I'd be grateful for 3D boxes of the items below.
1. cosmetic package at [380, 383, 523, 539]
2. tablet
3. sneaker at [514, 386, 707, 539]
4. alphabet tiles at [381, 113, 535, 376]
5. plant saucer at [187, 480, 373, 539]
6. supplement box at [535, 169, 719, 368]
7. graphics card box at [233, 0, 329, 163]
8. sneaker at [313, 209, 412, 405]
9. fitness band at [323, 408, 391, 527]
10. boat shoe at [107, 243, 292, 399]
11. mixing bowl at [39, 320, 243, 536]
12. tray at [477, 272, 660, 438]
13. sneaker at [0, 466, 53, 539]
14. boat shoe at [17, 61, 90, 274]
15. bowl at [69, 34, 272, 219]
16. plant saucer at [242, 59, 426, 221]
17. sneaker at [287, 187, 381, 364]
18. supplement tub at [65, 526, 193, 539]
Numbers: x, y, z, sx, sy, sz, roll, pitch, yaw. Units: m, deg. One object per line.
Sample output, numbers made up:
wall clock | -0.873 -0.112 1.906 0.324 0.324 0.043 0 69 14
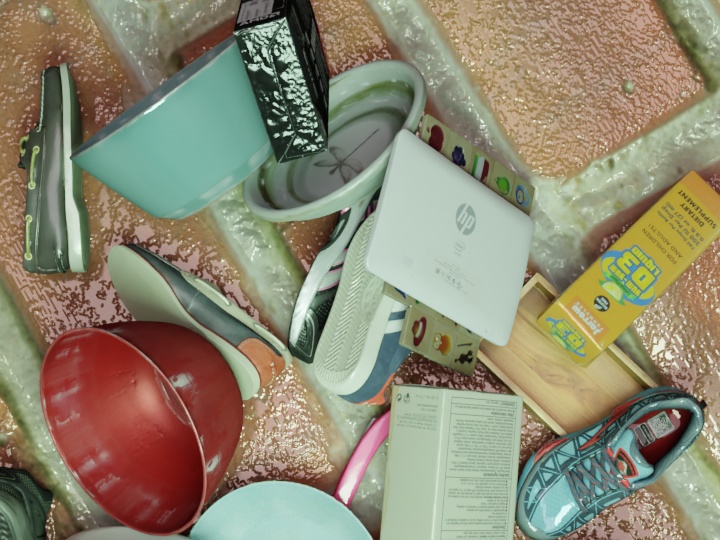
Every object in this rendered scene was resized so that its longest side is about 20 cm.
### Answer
cosmetic package | 0.078 0.204 1.062 0.103 0.073 0.201 11 83 -38
tablet | 0.083 -0.025 1.066 0.200 0.014 0.130 30 68 -42
sneaker | 0.219 0.166 1.075 0.200 0.096 0.079 -37 84 -5
alphabet tiles | 0.089 -0.014 1.086 0.167 0.008 0.201 28 70 -42
plant saucer | -0.067 0.289 1.106 0.200 0.039 0.202 0 92 15
supplement box | 0.257 -0.002 1.126 0.200 0.069 0.067 -43 84 -16
graphics card box | -0.066 -0.194 1.081 0.051 0.200 0.126 -14 120 6
sneaker | 0.026 0.028 1.091 0.075 0.085 0.200 14 72 39
fitness band | 0.050 0.215 1.132 0.143 0.037 0.200 26 85 2
boat shoe | -0.153 0.039 1.138 0.200 0.071 0.063 39 46 14
mixing bowl | -0.178 0.123 1.082 0.200 0.200 0.108 54 43 5
tray | 0.205 0.107 1.148 0.200 0.037 0.099 44 85 5
sneaker | -0.310 0.265 1.108 0.076 0.114 0.200 -8 111 3
boat shoe | -0.294 -0.097 1.147 0.060 0.072 0.202 -4 84 -3
bowl | -0.153 -0.121 1.108 0.201 0.201 0.105 -38 106 -5
plant saucer | -0.016 -0.109 1.118 0.200 0.200 0.050 -44 123 -5
sneaker | 0.000 0.000 1.136 0.086 0.080 0.200 27 85 1
supplement tub | -0.204 0.338 1.051 0.145 0.145 0.201 9 96 0
